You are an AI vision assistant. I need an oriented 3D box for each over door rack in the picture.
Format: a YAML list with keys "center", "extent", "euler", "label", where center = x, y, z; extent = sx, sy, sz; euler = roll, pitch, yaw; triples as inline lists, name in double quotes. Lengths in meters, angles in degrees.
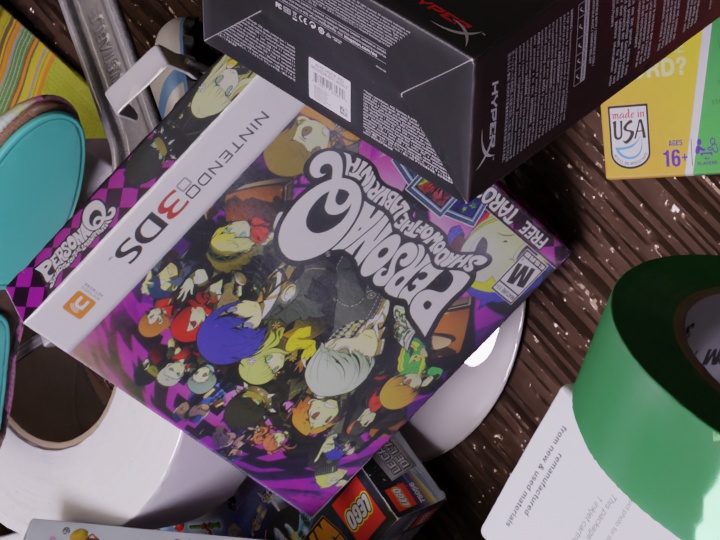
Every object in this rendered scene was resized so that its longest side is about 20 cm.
- center: [-0.058, -0.134, 1.150]
  extent: [0.067, 0.199, 0.148]
  euler: [-49, 59, 28]
  label: "over door rack"

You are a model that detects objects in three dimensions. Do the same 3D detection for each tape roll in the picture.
- center: [-0.133, 0.033, 1.241]
  extent: [0.202, 0.071, 0.204]
  euler: [4, 96, 41]
  label: "tape roll"
- center: [0.183, 0.063, 0.964]
  extent: [0.200, 0.200, 0.048]
  euler: [36, 120, 33]
  label: "tape roll"

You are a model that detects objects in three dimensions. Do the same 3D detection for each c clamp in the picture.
- center: [-0.161, -0.061, 1.195]
  extent: [0.170, 0.027, 0.201]
  euler: [-22, 79, 39]
  label: "c clamp"

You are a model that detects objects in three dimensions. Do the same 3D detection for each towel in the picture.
- center: [-0.171, -0.071, 1.391]
  extent: [0.200, 0.018, 0.086]
  euler: [41, 122, 30]
  label: "towel"

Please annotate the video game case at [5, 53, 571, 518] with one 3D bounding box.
- center: [-0.028, -0.001, 1.115]
  extent: [0.181, 0.200, 0.036]
  euler: [-45, 39, 8]
  label: "video game case"

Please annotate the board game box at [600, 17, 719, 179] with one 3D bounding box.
- center: [0.168, -0.143, 1.057]
  extent: [0.152, 0.040, 0.201]
  euler: [-2, 95, 42]
  label: "board game box"

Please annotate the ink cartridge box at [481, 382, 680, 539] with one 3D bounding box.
- center: [0.174, 0.131, 1.020]
  extent: [0.200, 0.145, 0.083]
  euler: [43, 120, 29]
  label: "ink cartridge box"

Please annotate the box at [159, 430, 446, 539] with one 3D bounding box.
- center: [-0.051, 0.123, 1.276]
  extent: [0.137, 0.040, 0.200]
  euler: [53, 134, 19]
  label: "box"

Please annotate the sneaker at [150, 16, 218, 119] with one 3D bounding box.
- center: [-0.105, -0.033, 1.294]
  extent: [0.072, 0.072, 0.201]
  euler: [6, 103, 9]
  label: "sneaker"

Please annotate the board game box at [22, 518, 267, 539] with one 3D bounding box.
- center: [-0.055, 0.189, 1.195]
  extent: [0.199, 0.148, 0.065]
  euler: [2, 54, 22]
  label: "board game box"

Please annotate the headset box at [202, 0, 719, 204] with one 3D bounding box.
- center: [0.055, -0.134, 1.011]
  extent: [0.148, 0.200, 0.075]
  euler: [34, 142, 30]
  label: "headset box"

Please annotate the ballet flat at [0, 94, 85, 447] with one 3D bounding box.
- center: [-0.185, 0.004, 1.172]
  extent: [0.071, 0.069, 0.201]
  euler: [34, 114, 49]
  label: "ballet flat"

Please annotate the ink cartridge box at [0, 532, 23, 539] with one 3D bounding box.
- center: [-0.188, 0.231, 1.438]
  extent: [0.199, 0.047, 0.161]
  euler: [-18, 84, 48]
  label: "ink cartridge box"

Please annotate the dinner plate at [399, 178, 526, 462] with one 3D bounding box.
- center: [0.000, 0.000, 1.243]
  extent: [0.199, 0.024, 0.202]
  euler: [8, 102, 41]
  label: "dinner plate"
